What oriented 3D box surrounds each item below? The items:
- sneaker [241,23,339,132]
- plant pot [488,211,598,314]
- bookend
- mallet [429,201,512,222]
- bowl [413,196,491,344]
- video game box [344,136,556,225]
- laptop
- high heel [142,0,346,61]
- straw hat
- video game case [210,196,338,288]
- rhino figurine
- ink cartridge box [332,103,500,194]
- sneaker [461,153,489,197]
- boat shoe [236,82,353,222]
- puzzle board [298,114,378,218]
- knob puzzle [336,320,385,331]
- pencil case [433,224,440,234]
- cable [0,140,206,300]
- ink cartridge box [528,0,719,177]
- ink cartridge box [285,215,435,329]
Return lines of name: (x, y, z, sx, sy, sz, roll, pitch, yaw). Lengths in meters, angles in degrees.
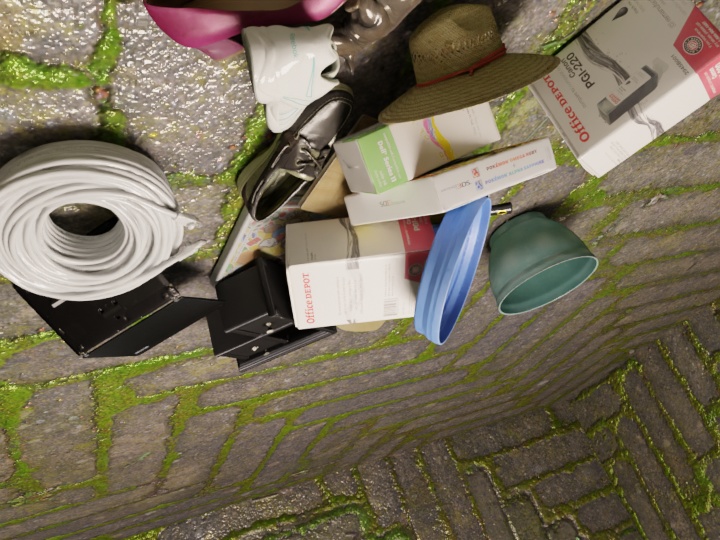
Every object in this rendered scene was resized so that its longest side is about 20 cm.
sneaker: (-0.058, -0.176, 0.587, 0.080, 0.071, 0.200, -13, -175, -3)
plant pot: (0.325, -0.024, 1.195, 0.199, 0.135, 0.201, -18, 154, -9)
bookend: (-0.172, 0.079, 0.996, 0.198, 0.093, 0.200, -24, 159, 17)
mallet: (0.116, -0.070, 0.910, 0.198, 0.041, 0.066, -3, 144, -3)
bowl: (0.121, -0.004, 0.829, 0.201, 0.039, 0.202, 19, 90, -74)
video game box: (0.103, -0.107, 0.778, 0.181, 0.047, 0.200, -25, -169, -28)
laptop: (-0.317, 0.033, 0.857, 0.176, 0.103, 0.201, -30, 112, 13)
high heel: (-0.078, -0.242, 0.521, 0.199, 0.068, 0.096, -28, 165, 18)
straw hat: (0.100, -0.231, 0.662, 0.200, 0.201, 0.086, -22, 113, -2)
video game case: (-0.111, -0.040, 0.938, 0.181, 0.023, 0.200, -5, 149, -34)
rhino figurine: (0.010, -0.251, 0.590, 0.200, 0.060, 0.087, -38, 159, 35)
ink cartridge box: (0.079, -0.158, 0.735, 0.199, 0.068, 0.117, -26, -165, -11)
sneaker: (0.163, -0.095, 0.984, 0.075, 0.085, 0.200, -23, 155, 1)
boat shoe: (-0.072, -0.132, 0.743, 0.071, 0.066, 0.201, 10, 139, -48)
puzzle board: (0.026, -0.128, 0.865, 0.199, 0.017, 0.151, 7, 130, -47)
knob puzzle: (0.010, 0.017, 1.035, 0.219, 0.030, 0.221, -22, 129, -30)
pencil case: (0.101, 0.007, 1.127, 0.078, 0.087, 0.200, 2, 144, -35)
cable: (-0.296, -0.051, 0.682, 0.199, 0.070, 0.200, -32, 140, 12)
ink cartridge box: (0.329, -0.237, 0.778, 0.200, 0.146, 0.085, -39, 149, 28)
ink cartridge box: (0.000, 0.000, 0.878, 0.198, 0.083, 0.147, -6, 141, -4)
